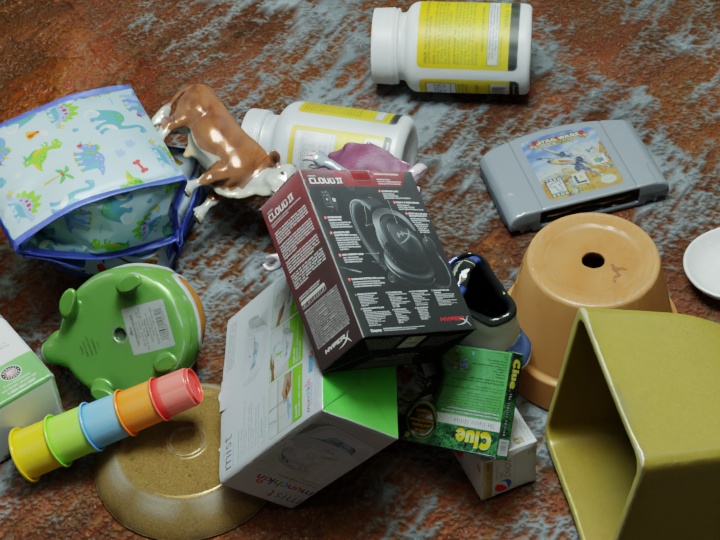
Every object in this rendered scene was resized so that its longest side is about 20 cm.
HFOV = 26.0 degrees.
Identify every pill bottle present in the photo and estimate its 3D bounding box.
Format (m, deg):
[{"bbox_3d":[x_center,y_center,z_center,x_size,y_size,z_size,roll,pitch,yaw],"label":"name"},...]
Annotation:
[{"bbox_3d":[-0.039,-0.140,1.846,0.199,0.112,0.112,9,48,13],"label":"pill bottle"},{"bbox_3d":[0.116,-0.281,1.966,0.199,0.115,0.115,3,47,6],"label":"pill bottle"}]

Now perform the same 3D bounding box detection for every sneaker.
[{"bbox_3d":[0.085,0.022,1.586,0.199,0.115,0.081,22,54,24],"label":"sneaker"}]

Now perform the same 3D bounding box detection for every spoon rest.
[{"bbox_3d":[0.450,-0.029,1.741,0.199,0.061,0.099,-26,50,-20],"label":"spoon rest"}]

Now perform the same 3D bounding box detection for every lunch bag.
[{"bbox_3d":[-0.270,-0.065,1.821,0.160,0.076,0.200,11,49,9],"label":"lunch bag"},{"bbox_3d":[-0.315,-0.097,1.714,0.199,0.128,0.170,-14,50,-29],"label":"lunch bag"}]

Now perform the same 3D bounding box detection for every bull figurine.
[{"bbox_3d":[-0.163,-0.129,1.791,0.121,0.065,0.200,-33,64,-16],"label":"bull figurine"}]

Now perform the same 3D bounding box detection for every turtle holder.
[{"bbox_3d":[-0.246,0.073,1.660,0.141,0.186,0.132,46,18,7],"label":"turtle holder"}]

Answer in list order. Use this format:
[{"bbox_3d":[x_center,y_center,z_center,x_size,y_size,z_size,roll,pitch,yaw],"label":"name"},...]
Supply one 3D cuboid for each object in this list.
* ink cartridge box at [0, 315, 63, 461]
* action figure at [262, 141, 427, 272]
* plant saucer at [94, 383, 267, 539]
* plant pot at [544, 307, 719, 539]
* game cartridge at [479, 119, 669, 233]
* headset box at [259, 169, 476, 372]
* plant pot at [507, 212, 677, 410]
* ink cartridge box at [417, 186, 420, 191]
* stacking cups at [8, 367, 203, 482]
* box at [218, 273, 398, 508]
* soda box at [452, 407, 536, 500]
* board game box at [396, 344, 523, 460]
[{"bbox_3d":[-0.430,0.113,1.656,0.146,0.085,0.200,-31,52,-23],"label":"ink cartridge box"},{"bbox_3d":[-0.014,-0.051,1.660,0.148,0.134,0.200,21,28,-12],"label":"action figure"},{"bbox_3d":[-0.178,0.185,1.604,0.199,0.036,0.201,-2,47,3],"label":"plant saucer"},{"bbox_3d":[0.311,0.162,1.491,0.199,0.195,0.196,-3,46,-11],"label":"plant pot"},{"bbox_3d":[0.250,-0.117,1.857,0.199,0.042,0.133,-14,52,-9],"label":"game cartridge"},{"bbox_3d":[0.004,-0.011,1.494,0.148,0.077,0.201,-3,61,-42],"label":"headset box"},{"bbox_3d":[0.242,0.034,1.643,0.199,0.140,0.201,-2,46,3],"label":"plant pot"},{"bbox_3d":[0.000,0.000,1.736,0.136,0.077,0.201,-1,45,3],"label":"ink cartridge box"},{"bbox_3d":[-0.258,0.150,1.578,0.199,0.061,0.061,-24,46,12],"label":"stacking cups"},{"bbox_3d":[-0.055,0.105,1.549,0.096,0.176,0.201,24,46,-29],"label":"box"},{"bbox_3d":[0.109,0.135,1.606,0.063,0.068,0.200,-20,48,-14],"label":"soda box"},{"bbox_3d":[0.073,0.123,1.558,0.199,0.023,0.105,6,83,45],"label":"board game box"}]
